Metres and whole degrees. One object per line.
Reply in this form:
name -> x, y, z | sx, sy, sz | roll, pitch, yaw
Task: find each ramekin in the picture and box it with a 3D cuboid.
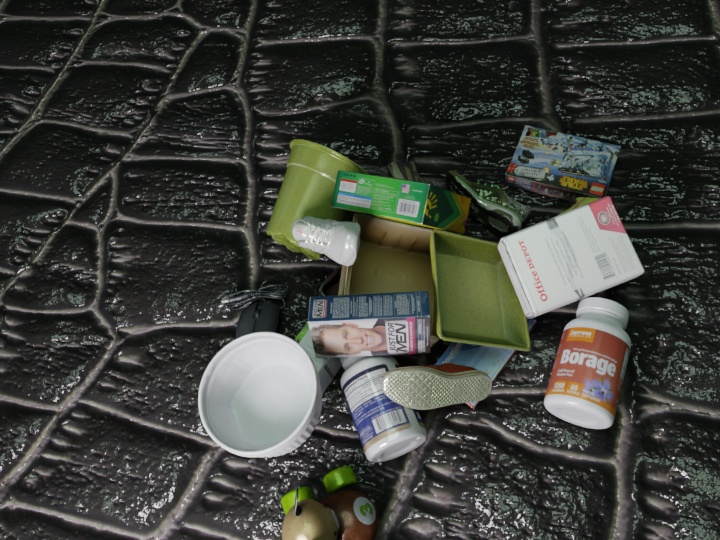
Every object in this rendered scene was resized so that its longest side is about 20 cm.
ramekin -> -0.155, 0.213, 1.017 | 0.199, 0.105, 0.201 | -5, 63, 10

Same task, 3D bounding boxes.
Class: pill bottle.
pill bottle -> 0.030, 0.217, 1.067 | 0.110, 0.111, 0.201 | -22, 61, -1
pill bottle -> 0.387, 0.152, 1.031 | 0.112, 0.112, 0.201 | 16, 67, 18

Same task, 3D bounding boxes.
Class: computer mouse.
computer mouse -> -0.207, 0.115, 1.199 | 0.137, 0.053, 0.201 | -9, 62, 5

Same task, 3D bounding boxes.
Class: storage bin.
storage bin -> 0.064, 0.020, 1.134 | 0.199, 0.094, 0.200 | 11, 63, -9

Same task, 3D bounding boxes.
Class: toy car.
toy car -> -0.057, 0.393, 0.941 | 0.157, 0.200, 0.165 | -25, 61, -3

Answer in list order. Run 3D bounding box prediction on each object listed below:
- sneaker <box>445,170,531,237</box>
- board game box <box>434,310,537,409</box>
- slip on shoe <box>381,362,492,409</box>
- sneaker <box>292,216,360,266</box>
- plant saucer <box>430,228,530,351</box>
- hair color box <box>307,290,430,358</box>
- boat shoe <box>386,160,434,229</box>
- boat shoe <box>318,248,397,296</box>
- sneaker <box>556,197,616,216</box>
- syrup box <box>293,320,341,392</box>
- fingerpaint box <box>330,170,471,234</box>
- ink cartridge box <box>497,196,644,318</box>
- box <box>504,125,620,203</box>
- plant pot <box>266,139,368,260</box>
sneaker -> 0.260, -0.146, 1.244 | 0.200, 0.077, 0.089 | 41, 63, 21
board game box -> 0.224, 0.143, 1.121 | 0.103, 0.019, 0.200 | 34, 74, 23
slip on shoe -> 0.124, 0.189, 1.033 | 0.199, 0.075, 0.061 | 2, 14, -23
sneaker -> -0.068, -0.056, 1.078 | 0.099, 0.200, 0.078 | 9, 92, -26
plant saucer -> 0.201, 0.042, 1.090 | 0.199, 0.048, 0.201 | 10, 66, -27
hair color box -> 0.017, 0.092, 1.030 | 0.198, 0.100, 0.061 | -3, 44, 5
boat shoe -> 0.122, -0.158, 1.266 | 0.073, 0.075, 0.201 | -24, 62, -2
boat shoe -> 0.000, 0.000, 1.212 | 0.200, 0.068, 0.072 | -40, 61, -12
sneaker -> 0.394, -0.063, 1.173 | 0.200, 0.078, 0.090 | -45, 38, -7
syrup box -> -0.105, 0.191, 1.123 | 0.078, 0.082, 0.200 | 28, 70, 23
fingerpaint box -> 0.076, -0.127, 1.130 | 0.199, 0.166, 0.074 | 15, 95, 35
ink cartridge box -> 0.358, -0.019, 1.068 | 0.199, 0.085, 0.147 | -21, 80, 2
box -> 0.413, -0.215, 1.258 | 0.199, 0.040, 0.137 | 19, 67, 19
plant pot -> -0.096, -0.131, 1.243 | 0.199, 0.200, 0.191 | 23, 80, 21
